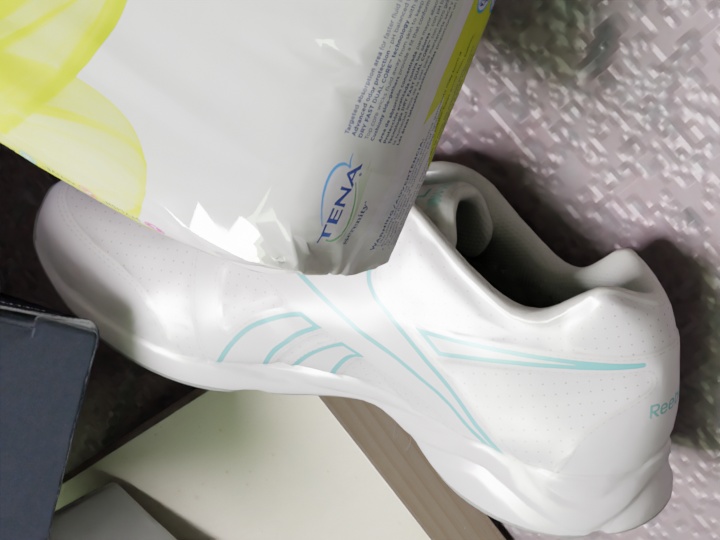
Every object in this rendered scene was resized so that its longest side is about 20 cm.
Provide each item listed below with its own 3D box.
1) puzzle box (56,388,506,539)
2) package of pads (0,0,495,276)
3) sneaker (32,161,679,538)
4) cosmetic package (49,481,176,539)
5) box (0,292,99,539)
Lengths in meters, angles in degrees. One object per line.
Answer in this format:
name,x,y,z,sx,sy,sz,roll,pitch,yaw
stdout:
puzzle box,-0.031,0.102,0.833,0.133,0.025,0.200,52,140,-5
package of pads,-0.058,-0.100,0.615,0.200,0.068,0.155,27,103,24
sneaker,0.000,0.000,0.700,0.200,0.070,0.080,20,126,20
cosmetic package,-0.045,0.170,0.791,0.200,0.071,0.101,39,142,32
box,-0.182,0.043,0.751,0.148,0.107,0.200,14,179,-21
